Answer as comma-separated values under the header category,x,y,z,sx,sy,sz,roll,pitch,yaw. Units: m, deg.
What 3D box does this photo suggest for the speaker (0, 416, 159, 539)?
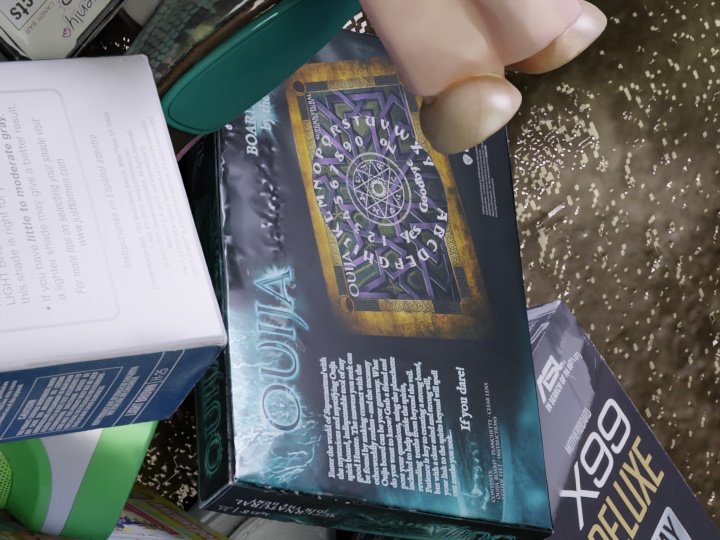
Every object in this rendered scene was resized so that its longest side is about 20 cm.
category,x,y,z,sx,sy,sz,roll,pitch,yaw
speaker,-0.161,0.017,0.714,0.199,0.088,0.089,22,81,-5

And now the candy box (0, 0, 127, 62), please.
category,x,y,z,sx,sy,sz,roll,pitch,yaw
candy box,-0.173,-0.146,0.703,0.061,0.136,0.200,-50,116,-18

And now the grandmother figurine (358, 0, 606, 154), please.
category,x,y,z,sx,sy,sz,roll,pitch,yaw
grandmother figurine,0.002,-0.140,0.649,0.121,0.060,0.200,-47,117,-29

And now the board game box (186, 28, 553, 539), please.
category,x,y,z,sx,sy,sz,roll,pitch,yaw
board game box,0.000,0.000,0.824,0.135,0.028,0.201,12,59,-28

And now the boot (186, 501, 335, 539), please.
category,x,y,z,sx,sy,sz,roll,pitch,yaw
boot,-0.056,0.163,0.815,0.074,0.095,0.201,41,73,-26

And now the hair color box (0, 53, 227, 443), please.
category,x,y,z,sx,sy,sz,roll,pitch,yaw
hair color box,-0.148,0.000,0.631,0.199,0.061,0.101,-6,66,-28

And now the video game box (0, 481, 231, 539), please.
category,x,y,z,sx,sy,sz,roll,pitch,yaw
video game box,-0.116,0.106,0.717,0.181,0.200,0.047,5,97,-30

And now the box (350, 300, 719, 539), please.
category,x,y,z,sx,sy,sz,roll,pitch,yaw
box,0.067,0.136,0.874,0.158,0.050,0.200,55,44,-22

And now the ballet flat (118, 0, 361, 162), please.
category,x,y,z,sx,sy,sz,roll,pitch,yaw
ballet flat,-0.080,-0.061,0.774,0.200,0.071,0.069,-47,162,9
